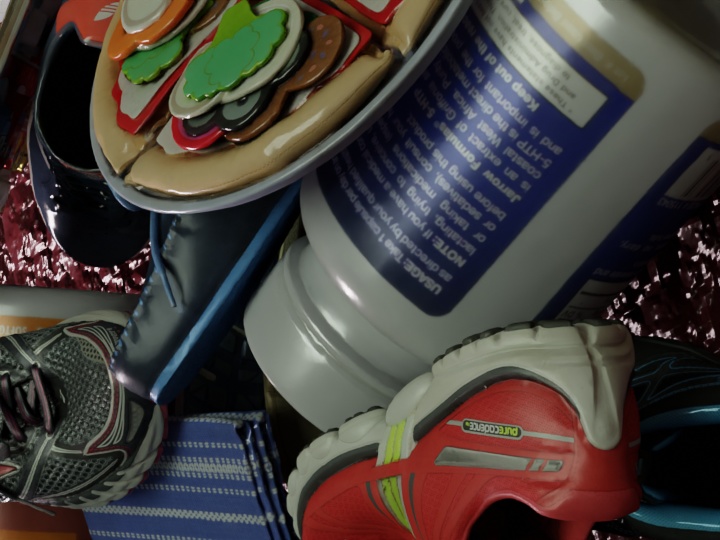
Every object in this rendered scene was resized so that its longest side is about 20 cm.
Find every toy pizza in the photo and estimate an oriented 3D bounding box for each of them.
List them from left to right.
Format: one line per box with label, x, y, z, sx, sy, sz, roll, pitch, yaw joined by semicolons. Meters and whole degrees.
toy pizza;-0.030;-0.110;0.748;0.200;0.032;0.200;-27;42;28

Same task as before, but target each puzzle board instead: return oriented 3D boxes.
puzzle board;-0.168;-0.065;0.981;0.200;0.017;0.151;-140;71;-86

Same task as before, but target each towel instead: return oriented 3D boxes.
towel;-0.057;0.153;0.886;0.145;0.024;0.200;-6;104;50

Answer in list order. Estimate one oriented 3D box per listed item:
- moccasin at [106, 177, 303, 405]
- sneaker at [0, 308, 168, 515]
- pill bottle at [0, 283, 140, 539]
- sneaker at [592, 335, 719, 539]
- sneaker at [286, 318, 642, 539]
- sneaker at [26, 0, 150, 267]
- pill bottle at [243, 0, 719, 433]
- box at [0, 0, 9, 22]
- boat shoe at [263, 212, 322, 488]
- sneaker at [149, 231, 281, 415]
moccasin;-0.051;-0.046;0.813;0.200;0.068;0.080;-62;-2;-9
sneaker;-0.163;0.070;0.875;0.200;0.075;0.081;-20;76;32
pill bottle;-0.153;0.108;0.980;0.112;0.112;0.200;2;88;48
sneaker;0.102;0.059;0.725;0.200;0.082;0.073;-5;85;49
sneaker;0.031;0.086;0.713;0.200;0.077;0.085;131;136;-56
sneaker;-0.120;-0.058;0.937;0.200;0.075;0.085;102;178;-47
pill bottle;0.049;-0.030;0.753;0.200;0.120;0.120;-50;52;25
box;-0.217;-0.235;1.098;0.176;0.097;0.200;-11;77;49
boat shoe;-0.003;-0.001;0.869;0.073;0.063;0.201;-2;88;4
sneaker;-0.054;-0.001;0.922;0.085;0.077;0.200;-2;77;57
